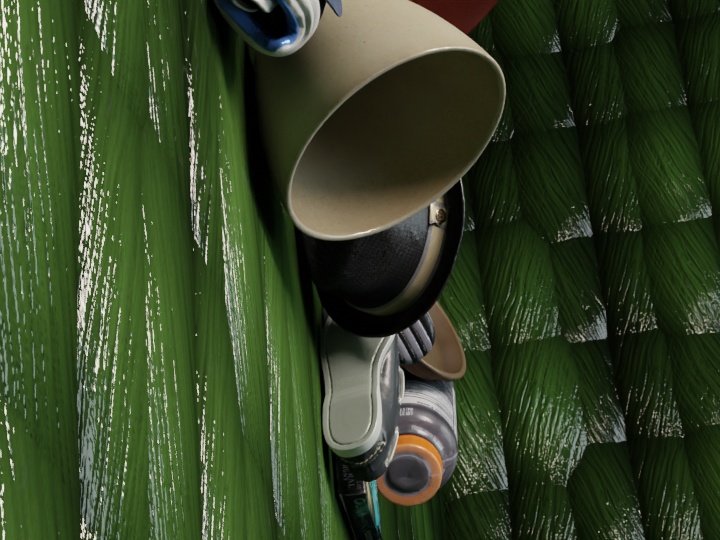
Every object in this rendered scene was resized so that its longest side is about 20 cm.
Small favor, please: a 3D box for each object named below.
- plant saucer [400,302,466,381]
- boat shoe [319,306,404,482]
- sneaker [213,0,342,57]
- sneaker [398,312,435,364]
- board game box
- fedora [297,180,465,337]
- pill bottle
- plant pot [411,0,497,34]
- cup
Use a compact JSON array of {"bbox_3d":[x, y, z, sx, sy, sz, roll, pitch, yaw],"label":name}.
[{"bbox_3d":[0.039,0.042,1.984,0.200,0.029,0.200,45,18,-19],"label":"plant saucer"},{"bbox_3d":[0.003,0.100,1.683,0.061,0.075,0.201,62,29,-43],"label":"boat shoe"},{"bbox_3d":[-0.072,-0.251,1.308,0.147,0.080,0.201,-81,159,-55],"label":"sneaker"},{"bbox_3d":[0.000,0.000,1.799,0.201,0.074,0.088,65,-11,-4],"label":"sneaker"},{"bbox_3d":[-0.007,0.149,1.766,0.136,0.028,0.201,75,8,-60],"label":"board game box"},{"bbox_3d":[0.000,-0.045,1.645,0.091,0.200,0.202,14,63,-47],"label":"fedora"},{"bbox_3d":[0.050,0.173,1.960,0.200,0.105,0.107,-84,166,-69],"label":"pill bottle"},{"bbox_3d":[0.052,-0.344,1.843,0.176,0.199,0.202,-20,-103,52],"label":"plant pot"},{"bbox_3d":[-0.006,-0.144,1.462,0.144,0.199,0.201,54,-11,30],"label":"cup"}]
